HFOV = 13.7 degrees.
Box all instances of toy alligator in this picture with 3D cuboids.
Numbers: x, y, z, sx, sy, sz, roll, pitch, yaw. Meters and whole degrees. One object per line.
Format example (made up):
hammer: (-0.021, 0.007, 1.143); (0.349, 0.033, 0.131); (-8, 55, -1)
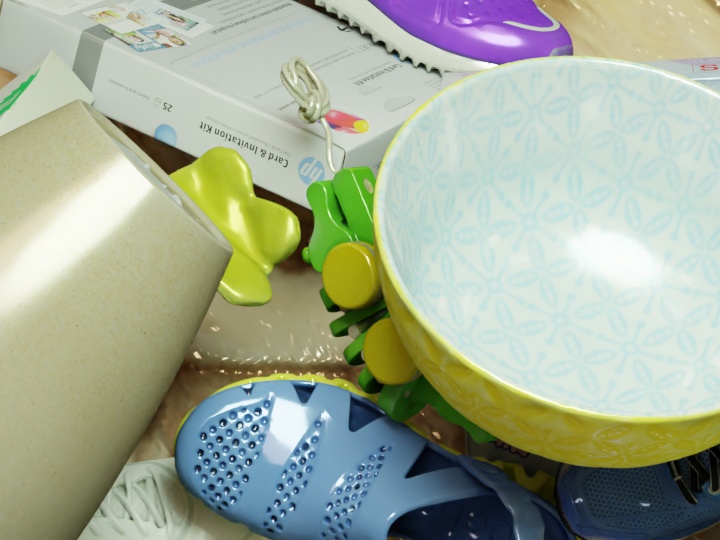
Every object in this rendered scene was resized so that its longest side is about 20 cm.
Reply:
toy alligator: (0.000, 0.000, 1.361); (0.054, 0.059, 0.200); (-39, 72, 32)

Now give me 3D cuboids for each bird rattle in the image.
bird rattle: (-0.131, 0.011, 1.411); (0.113, 0.200, 0.163); (25, 66, -29)

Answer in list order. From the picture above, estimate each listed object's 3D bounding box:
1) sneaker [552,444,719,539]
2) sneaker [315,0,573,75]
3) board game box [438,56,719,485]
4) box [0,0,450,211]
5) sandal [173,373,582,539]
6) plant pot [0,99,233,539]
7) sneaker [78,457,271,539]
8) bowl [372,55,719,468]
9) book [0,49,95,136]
sneaker: (0.176, 0.065, 1.325); (0.200, 0.089, 0.079); (-25, 85, 8)
sneaker: (0.028, -0.171, 1.534); (0.200, 0.100, 0.070); (30, 26, 24)
board game box: (0.141, 0.003, 1.383); (0.200, 0.200, 0.041); (-2, 18, 4)
box: (-0.061, -0.100, 1.499); (0.200, 0.041, 0.156); (23, 25, 19)
sandal: (0.012, 0.103, 1.352); (0.200, 0.087, 0.080); (16, 100, -2)
plant pot: (-0.156, 0.030, 1.265); (0.200, 0.187, 0.187); (-46, 62, 3)
sneaker: (-0.126, 0.124, 1.395); (0.200, 0.081, 0.075); (-16, 56, -6)
bowl: (0.098, 0.015, 1.292); (0.200, 0.108, 0.200); (4, 51, -5)
book: (-0.219, -0.014, 1.414); (0.200, 0.134, 0.048); (-37, 101, 17)
